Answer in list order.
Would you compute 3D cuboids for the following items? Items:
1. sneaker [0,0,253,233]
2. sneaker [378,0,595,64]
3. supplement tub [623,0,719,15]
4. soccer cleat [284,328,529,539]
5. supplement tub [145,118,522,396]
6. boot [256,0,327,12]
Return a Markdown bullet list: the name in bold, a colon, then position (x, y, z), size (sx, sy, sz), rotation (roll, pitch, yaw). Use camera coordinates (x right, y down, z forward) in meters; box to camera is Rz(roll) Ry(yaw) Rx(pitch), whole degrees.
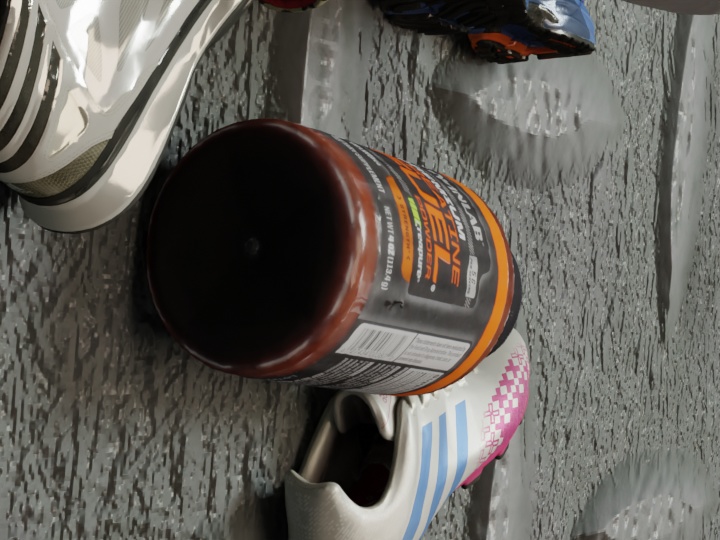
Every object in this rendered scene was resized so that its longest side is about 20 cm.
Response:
- **sneaker**: position (-0.093, -0.125, 0.728), size (0.115, 0.075, 0.202), rotation (50, 54, -54)
- **sneaker**: position (0.060, -0.159, 1.019), size (0.200, 0.075, 0.079), rotation (15, 69, -67)
- **supplement tub**: position (0.145, -0.230, 0.911), size (0.140, 0.140, 0.201), rotation (27, 83, -59)
- **soccer cleat**: position (0.027, 0.071, 0.981), size (0.200, 0.069, 0.087), rotation (-53, 139, -43)
- **supplement tub**: position (0.000, 0.000, 0.887), size (0.200, 0.106, 0.108), rotation (12, 84, -61)
- **boot**: position (0.022, -0.204, 0.839), size (0.073, 0.204, 0.154), rotation (34, 60, -7)
